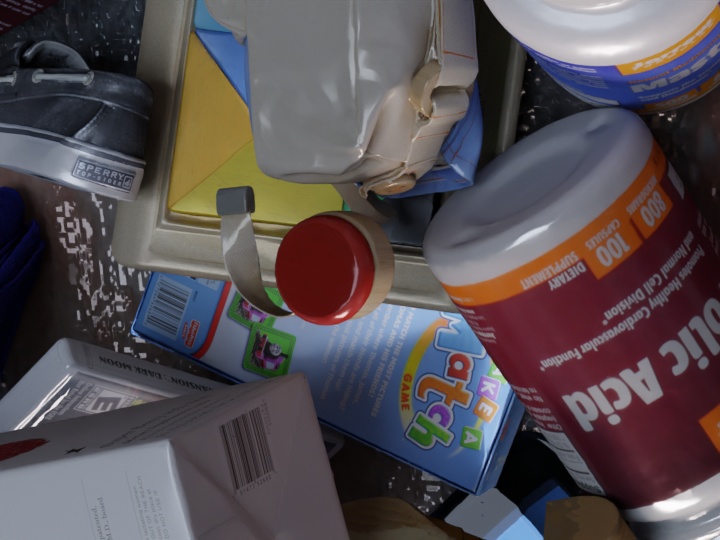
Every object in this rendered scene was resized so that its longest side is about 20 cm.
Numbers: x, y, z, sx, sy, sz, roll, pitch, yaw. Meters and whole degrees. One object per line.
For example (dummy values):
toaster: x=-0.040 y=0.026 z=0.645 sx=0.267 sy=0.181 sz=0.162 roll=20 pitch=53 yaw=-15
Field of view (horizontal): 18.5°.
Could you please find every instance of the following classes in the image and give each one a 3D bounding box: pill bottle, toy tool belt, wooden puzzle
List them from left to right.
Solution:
wooden puzzle: x=-0.021 y=-0.083 z=1.050 sx=0.199 sy=0.037 sz=0.186 roll=7 pitch=89 yaw=19
toy tool belt: x=0.008 y=-0.078 z=0.970 sx=0.124 sy=0.123 sz=0.201 roll=-5 pitch=88 yaw=30
pill bottle: x=0.105 y=-0.133 z=0.909 sx=0.111 sy=0.200 sz=0.113 roll=-1 pitch=85 yaw=14
pill bottle: x=0.125 y=0.038 z=0.983 sx=0.114 sy=0.114 sz=0.200 roll=-26 pitch=109 yaw=28

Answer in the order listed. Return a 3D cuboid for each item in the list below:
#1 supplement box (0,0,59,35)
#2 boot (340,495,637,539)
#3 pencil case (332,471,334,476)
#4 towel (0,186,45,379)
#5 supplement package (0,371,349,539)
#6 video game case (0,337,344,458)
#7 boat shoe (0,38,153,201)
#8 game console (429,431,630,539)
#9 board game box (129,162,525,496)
supplement box: x=-0.169 y=-0.190 z=1.094 sx=0.199 sy=0.061 sz=0.109 roll=-25 pitch=66 yaw=28
boot: x=0.056 y=0.174 z=1.021 sx=0.200 sy=0.071 sz=0.144 roll=-8 pitch=128 yaw=25
pencil case: x=-0.094 y=0.164 z=1.103 sx=0.199 sy=0.083 sz=0.087 roll=-31 pitch=76 yaw=13
towel: x=-0.220 y=0.055 z=1.123 sx=0.049 sy=0.200 sz=0.148 roll=22 pitch=114 yaw=4
supplement package: x=-0.119 y=0.129 z=0.955 sx=0.199 sy=0.121 sz=0.120 roll=-13 pitch=95 yaw=28
video game case: x=-0.135 y=0.121 z=1.121 sx=0.200 sy=0.181 sz=0.023 roll=-44 pitch=48 yaw=27
boat shoe: x=-0.161 y=-0.082 z=1.104 sx=0.200 sy=0.071 sz=0.068 roll=16 pitch=89 yaw=59
game console: x=0.077 y=0.213 z=1.074 sx=0.200 sy=0.171 sz=0.118 roll=47 pitch=143 yaw=8
board game box: x=0.000 y=0.000 z=1.084 sx=0.199 sy=0.037 sz=0.152 roll=24 pitch=102 yaw=19
